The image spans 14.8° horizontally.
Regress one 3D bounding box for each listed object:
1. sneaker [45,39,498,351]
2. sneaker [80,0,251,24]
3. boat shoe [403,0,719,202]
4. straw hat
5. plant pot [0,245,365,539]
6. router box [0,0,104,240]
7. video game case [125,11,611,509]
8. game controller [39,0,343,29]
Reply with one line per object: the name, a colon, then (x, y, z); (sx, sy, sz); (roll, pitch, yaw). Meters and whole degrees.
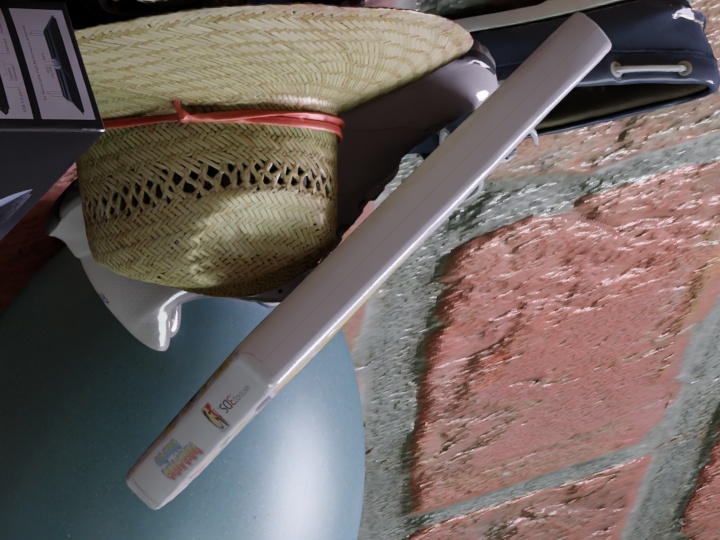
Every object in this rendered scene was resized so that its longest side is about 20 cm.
sneaker: (-0.029, -0.037, 1.161); (0.200, 0.087, 0.075); (-25, -167, 12)
sneaker: (-0.077, -0.111, 0.933); (0.070, 0.076, 0.200); (-11, 151, 5)
boat shoe: (0.059, -0.073, 1.215); (0.200, 0.062, 0.075); (-17, 162, -7)
straw hat: (-0.055, -0.033, 0.998); (0.201, 0.085, 0.201); (-5, 172, -1)
plant pot: (-0.083, 0.048, 1.260); (0.200, 0.200, 0.135); (-3, 119, -39)
router box: (-0.201, -0.018, 0.907); (0.157, 0.052, 0.200); (-2, 154, -39)
video game case: (0.000, 0.000, 1.073); (0.200, 0.023, 0.182); (-45, 179, -25)
game controller: (-0.070, -0.101, 1.055); (0.104, 0.042, 0.200); (3, 149, -47)
